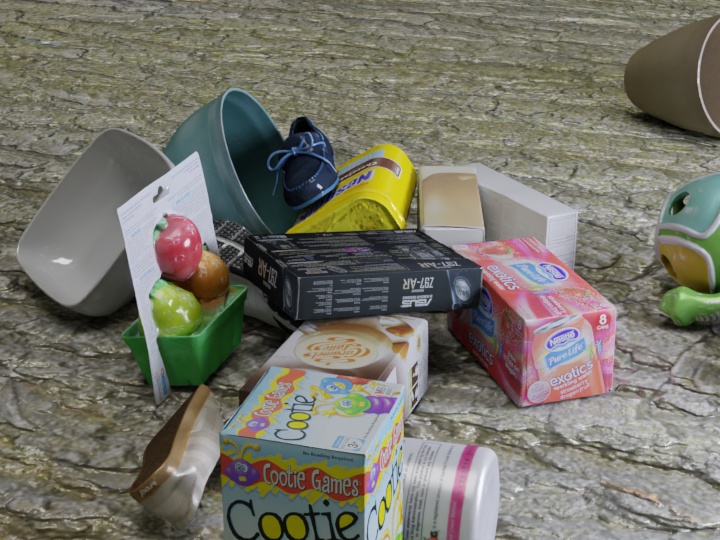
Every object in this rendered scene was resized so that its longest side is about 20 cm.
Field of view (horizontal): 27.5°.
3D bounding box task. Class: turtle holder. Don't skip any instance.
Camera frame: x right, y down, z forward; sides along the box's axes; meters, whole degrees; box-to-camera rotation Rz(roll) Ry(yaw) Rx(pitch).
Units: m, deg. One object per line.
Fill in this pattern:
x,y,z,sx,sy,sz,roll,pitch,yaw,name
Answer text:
0.392,-0.019,1.618,0.131,0.187,0.141,11,-7,24,turtle holder

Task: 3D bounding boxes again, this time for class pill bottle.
0.002,0.182,1.145,0.199,0.114,0.113,6,24,14,pill bottle

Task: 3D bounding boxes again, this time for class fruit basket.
-0.185,0.005,1.458,0.093,0.201,0.185,-7,20,22,fruit basket

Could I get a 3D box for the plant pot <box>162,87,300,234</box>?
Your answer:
-0.167,-0.096,1.737,0.134,0.201,0.200,-22,17,18,plant pot

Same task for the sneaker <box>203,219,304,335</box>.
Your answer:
-0.095,0.023,1.579,0.200,0.080,0.074,36,58,27,sneaker

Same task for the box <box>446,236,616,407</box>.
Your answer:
0.168,0.047,1.486,0.102,0.095,0.200,-6,24,-16,box

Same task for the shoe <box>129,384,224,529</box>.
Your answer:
-0.153,0.162,1.283,0.053,0.070,0.200,42,18,-9,shoe

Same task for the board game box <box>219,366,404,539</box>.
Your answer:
-0.030,0.185,1.029,0.102,0.201,0.105,6,24,15,board game box

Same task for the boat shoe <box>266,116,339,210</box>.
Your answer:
-0.073,-0.127,1.726,0.084,0.069,0.200,-27,19,3,boat shoe

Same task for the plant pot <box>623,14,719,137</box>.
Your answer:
0.496,-0.289,2.200,0.186,0.189,0.200,-15,13,-31,plant pot

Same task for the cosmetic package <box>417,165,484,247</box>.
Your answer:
0.101,-0.040,1.681,0.071,0.106,0.200,1,25,1,cosmetic package

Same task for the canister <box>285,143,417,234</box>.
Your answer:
-0.010,-0.061,1.697,0.148,0.087,0.200,-30,16,19,canister

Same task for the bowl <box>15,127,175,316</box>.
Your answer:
-0.276,-0.048,1.643,0.075,0.201,0.199,37,-3,-41,bowl

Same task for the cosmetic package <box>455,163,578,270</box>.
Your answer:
0.179,-0.060,1.755,0.050,0.083,0.200,-10,25,-29,cosmetic package

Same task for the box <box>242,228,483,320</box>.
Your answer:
0.000,0.000,1.479,0.199,0.044,0.160,-3,17,-24,box

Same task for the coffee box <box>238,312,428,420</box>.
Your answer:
-0.020,0.110,1.357,0.114,0.080,0.200,7,24,18,coffee box
